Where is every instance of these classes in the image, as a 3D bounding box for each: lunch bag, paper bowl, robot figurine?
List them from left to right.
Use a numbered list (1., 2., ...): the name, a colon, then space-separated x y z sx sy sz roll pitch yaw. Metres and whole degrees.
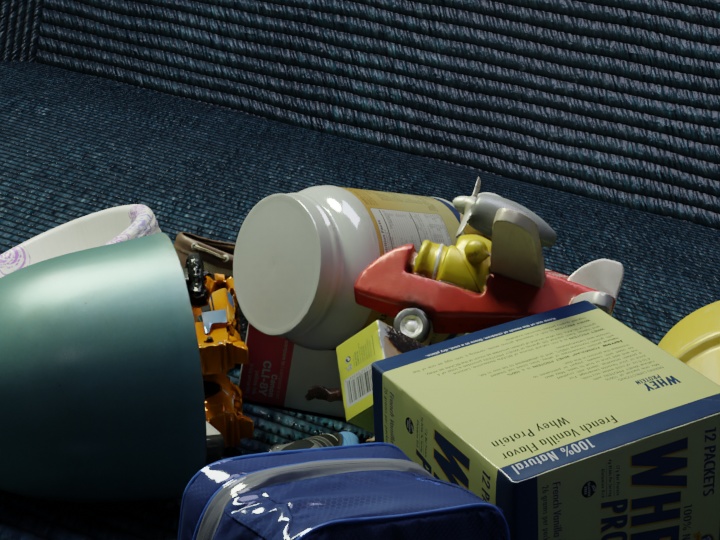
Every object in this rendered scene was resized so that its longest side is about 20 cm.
1. paper bowl: -0.264 0.027 1.604 0.199 0.105 0.201 -20 17 6
2. robot figurine: -0.130 0.070 1.553 0.058 0.146 0.200 -5 23 -6
3. lunch bag: -0.025 0.186 1.062 0.199 0.137 0.132 0 14 -36

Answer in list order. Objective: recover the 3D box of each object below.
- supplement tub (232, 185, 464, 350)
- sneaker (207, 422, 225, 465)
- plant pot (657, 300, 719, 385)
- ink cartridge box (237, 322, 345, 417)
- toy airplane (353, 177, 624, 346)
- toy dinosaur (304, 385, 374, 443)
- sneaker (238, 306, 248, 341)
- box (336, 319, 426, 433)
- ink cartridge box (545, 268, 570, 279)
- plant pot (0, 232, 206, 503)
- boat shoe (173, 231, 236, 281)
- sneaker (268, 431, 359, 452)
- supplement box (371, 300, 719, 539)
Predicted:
1. supplement tub: 0.000 0.000 1.558 0.199 0.146 0.144 4 13 -41
2. sneaker: -0.179 0.108 1.464 0.073 0.081 0.199 3 15 -41
3. plant pot: 0.337 0.150 1.478 0.199 0.202 0.189 11 27 4
4. ink cartridge box: -0.011 0.086 1.707 0.198 0.084 0.145 10 12 1
5. toy airplane: 0.119 0.001 1.441 0.198 0.142 0.199 16 -28 -38
6. toy dinosaur: 0.049 0.123 1.492 0.199 0.086 0.136 -6 49 -47
7. sneaker: -0.154 0.065 1.793 0.082 0.072 0.199 -13 -3 32
8. box: 0.068 0.113 1.403 0.199 0.050 0.076 29 39 -41
9. ink cartridge box: 0.122 0.056 1.822 0.199 0.146 0.083 19 13 36
10. plant pot: -0.213 0.081 1.298 0.160 0.202 0.201 -8 16 -15
11. boat shoe: -0.086 -0.003 1.676 0.201 0.075 0.075 3 14 -21
12. sneaker: -0.040 0.172 1.328 0.082 0.071 0.200 -4 10 1
13. supplement box: 0.141 0.140 1.275 0.199 0.135 0.200 -15 27 -25
